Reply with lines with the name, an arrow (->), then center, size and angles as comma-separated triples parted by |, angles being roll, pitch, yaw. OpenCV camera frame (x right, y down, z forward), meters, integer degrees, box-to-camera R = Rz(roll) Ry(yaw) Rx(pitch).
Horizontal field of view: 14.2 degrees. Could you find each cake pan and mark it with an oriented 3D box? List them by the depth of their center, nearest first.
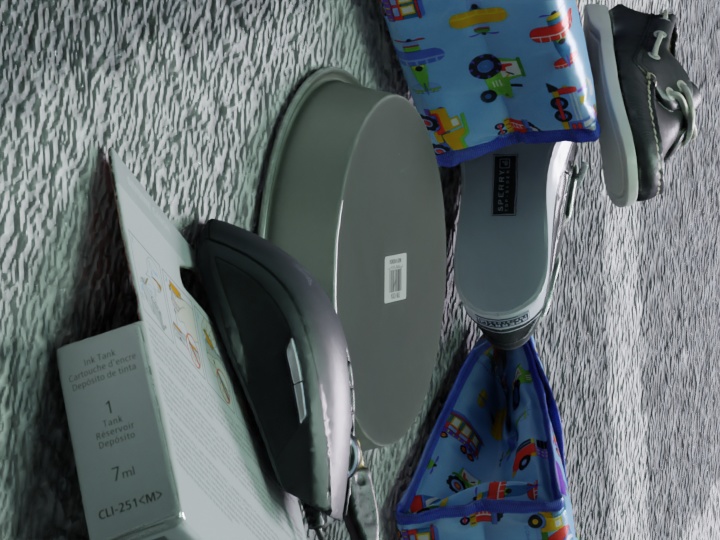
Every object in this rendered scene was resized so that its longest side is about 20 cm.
cake pan -> 0.000, 0.000, 1.431 | 0.200, 0.037, 0.201 | 2, 90, -71

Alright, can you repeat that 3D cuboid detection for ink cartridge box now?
ink cartridge box -> -0.074, 0.070, 1.224 | 0.200, 0.043, 0.174 | 56, 17, -59

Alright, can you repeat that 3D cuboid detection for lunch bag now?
lunch bag -> 0.068, -0.183, 1.544 | 0.201, 0.094, 0.151 | -86, 162, -44
lunch bag -> 0.083, 0.135, 1.636 | 0.200, 0.094, 0.151 | -81, 162, -57

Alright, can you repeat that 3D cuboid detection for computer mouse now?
computer mouse -> -0.012, 0.067, 1.304 | 0.140, 0.046, 0.201 | 6, 64, -79

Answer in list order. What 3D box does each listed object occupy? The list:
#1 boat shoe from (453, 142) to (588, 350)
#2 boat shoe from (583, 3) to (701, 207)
boat shoe -> 0.093, -0.053, 1.635 | 0.068, 0.073, 0.200 | 67, 23, -66
boat shoe -> 0.158, -0.094, 1.601 | 0.200, 0.060, 0.074 | -91, -179, -67
